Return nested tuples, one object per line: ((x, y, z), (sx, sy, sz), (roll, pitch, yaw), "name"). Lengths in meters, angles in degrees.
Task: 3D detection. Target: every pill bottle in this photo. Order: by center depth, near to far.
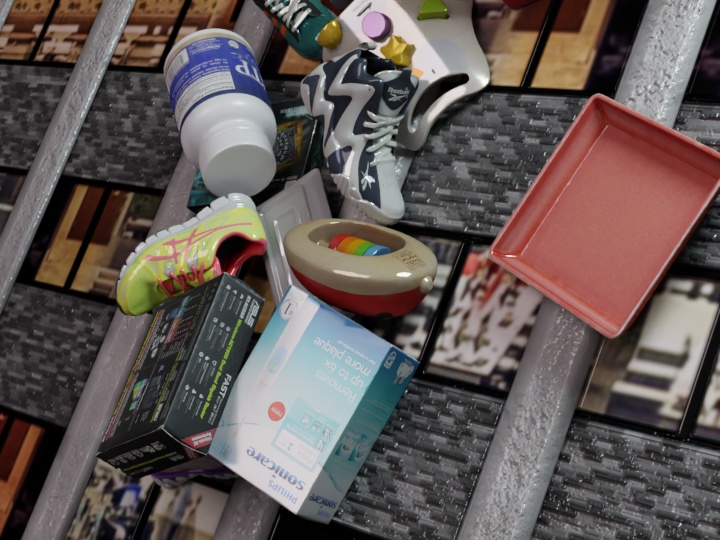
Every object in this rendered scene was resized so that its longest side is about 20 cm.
((-0.166, -0.187, 1.876), (0.119, 0.119, 0.201), (-37, 47, 20), "pill bottle")

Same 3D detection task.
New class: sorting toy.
((0.060, -0.240, 1.780), (0.200, 0.107, 0.181), (-42, 64, 16), "sorting toy")

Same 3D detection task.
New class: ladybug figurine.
((0.000, 0.000, 1.670), (0.199, 0.135, 0.073), (22, 120, 43), "ladybug figurine")

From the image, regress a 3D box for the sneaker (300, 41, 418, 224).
((0.022, -0.162, 1.715), (0.129, 0.079, 0.201), (-36, 67, 38), "sneaker")

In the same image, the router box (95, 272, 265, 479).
((-0.194, 0.116, 1.672), (0.149, 0.062, 0.202), (-23, 39, 50), "router box")

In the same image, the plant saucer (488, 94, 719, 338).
((0.247, -0.051, 1.516), (0.201, 0.037, 0.199), (-56, 43, 2), "plant saucer")

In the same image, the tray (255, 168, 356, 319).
((-0.071, -0.014, 1.783), (0.107, 0.022, 0.202), (-31, 59, 26), "tray")

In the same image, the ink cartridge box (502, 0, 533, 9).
((0.166, -0.418, 1.688), (0.143, 0.199, 0.147), (-21, 54, 32), "ink cartridge box")

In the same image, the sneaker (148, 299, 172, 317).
((-0.201, 0.057, 1.859), (0.200, 0.073, 0.082), (39, 105, 52), "sneaker")

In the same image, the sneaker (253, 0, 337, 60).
((-0.095, -0.338, 1.966), (0.072, 0.080, 0.200), (-48, 44, 9), "sneaker")

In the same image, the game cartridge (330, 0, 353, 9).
((0.009, -0.439, 1.967), (0.128, 0.038, 0.202), (-21, 54, 28), "game cartridge")

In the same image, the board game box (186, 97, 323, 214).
((-0.125, -0.142, 1.922), (0.198, 0.028, 0.137), (-4, 64, 42), "board game box")

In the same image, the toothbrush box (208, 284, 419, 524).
((-0.054, 0.142, 1.631), (0.146, 0.085, 0.201), (30, 89, 29), "toothbrush box")

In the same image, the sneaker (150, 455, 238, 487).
((-0.188, 0.190, 1.748), (0.198, 0.088, 0.081), (-19, 54, 32), "sneaker")

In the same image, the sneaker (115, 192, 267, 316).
((-0.193, -0.006, 1.786), (0.199, 0.078, 0.090), (-37, 51, -3), "sneaker")
